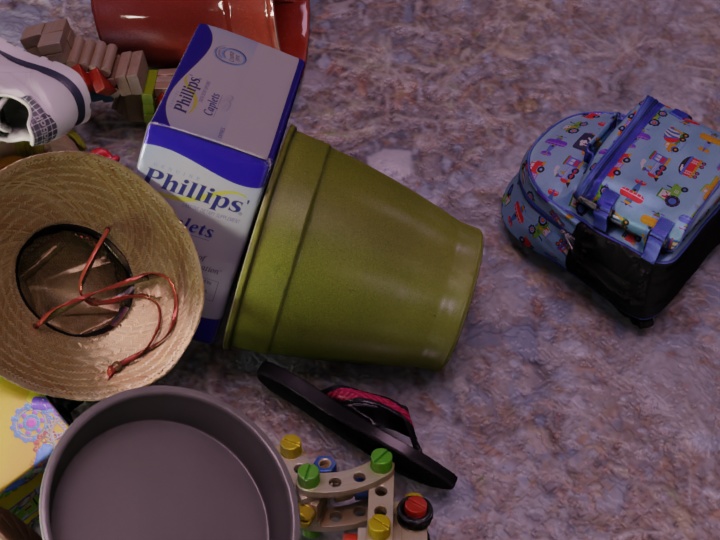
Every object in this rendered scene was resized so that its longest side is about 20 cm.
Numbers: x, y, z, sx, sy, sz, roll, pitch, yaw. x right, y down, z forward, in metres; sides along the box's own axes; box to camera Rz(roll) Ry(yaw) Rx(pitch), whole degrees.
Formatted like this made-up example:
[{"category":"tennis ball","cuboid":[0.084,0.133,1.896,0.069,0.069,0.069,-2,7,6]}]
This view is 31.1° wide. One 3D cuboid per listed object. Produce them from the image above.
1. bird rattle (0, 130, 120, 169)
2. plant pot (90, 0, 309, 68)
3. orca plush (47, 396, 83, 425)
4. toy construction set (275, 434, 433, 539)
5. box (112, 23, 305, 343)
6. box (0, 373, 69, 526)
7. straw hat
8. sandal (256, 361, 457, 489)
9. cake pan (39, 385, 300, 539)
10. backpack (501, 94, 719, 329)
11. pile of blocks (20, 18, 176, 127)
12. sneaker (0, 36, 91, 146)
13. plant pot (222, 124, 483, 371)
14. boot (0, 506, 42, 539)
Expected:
[{"category":"bird rattle","cuboid":[-0.306,-0.083,1.246,0.162,0.113,0.201,-33,65,-2]},{"category":"plant pot","cuboid":[-0.164,-0.291,1.333,0.193,0.202,0.203,-1,53,8]},{"category":"orca plush","cuboid":[-0.240,0.037,1.152,0.104,0.071,0.200,28,58,20]},{"category":"toy construction set","cuboid":[-0.009,0.221,1.005,0.129,0.093,0.202,3,54,1]},{"category":"box","cuboid":[-0.134,-0.076,1.123,0.104,0.201,0.185,18,36,-5]},{"category":"box","cuboid":[-0.351,0.132,1.019,0.192,0.122,0.200,-36,72,-19]},{"category":"straw hat","cuboid":[-0.229,0.011,1.028,0.199,0.085,0.204,2,84,-20]},{"category":"sandal","cuboid":[0.000,0.120,1.091,0.199,0.075,0.045,30,71,23]},{"category":"cake pan","cuboid":[-0.143,0.185,0.966,0.198,0.037,0.202,12,57,-19]},{"category":"backpack","cuboid":[0.238,-0.077,1.206,0.199,0.135,0.182,34,59,25]},{"category":"pile of blocks","cuboid":[-0.247,-0.180,1.287,0.198,0.082,0.063,19,38,-14]},{"category":"sneaker","cuboid":[-0.343,-0.164,1.171,0.198,0.077,0.081,16,43,24]},{"category":"plant pot","cuboid":[0.000,0.000,1.126,0.191,0.201,0.202,18,54,-2]},{"category":"boot","cuboid":[-0.254,0.294,0.955,0.155,0.072,0.200,-44,99,-1]}]
